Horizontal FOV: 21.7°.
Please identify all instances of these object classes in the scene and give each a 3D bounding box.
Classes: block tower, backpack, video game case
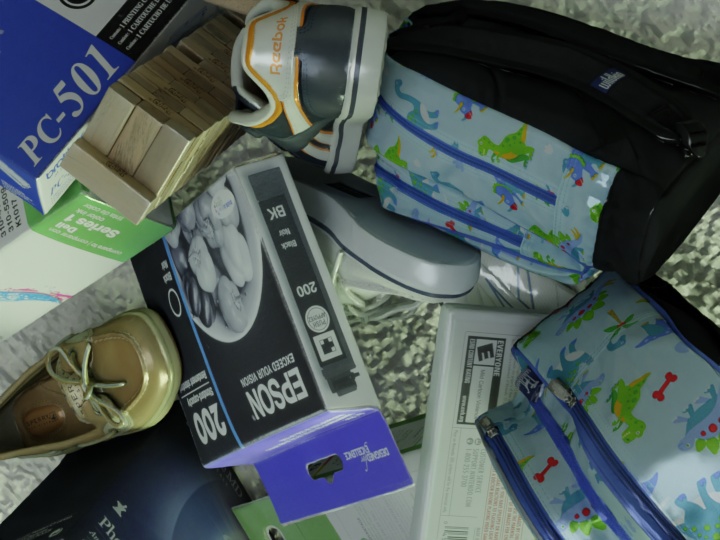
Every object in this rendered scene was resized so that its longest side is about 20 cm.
[{"bbox_3d":[-0.093,-0.095,1.053,0.054,0.200,0.058,36,120,2],"label":"block tower"},{"bbox_3d":[0.163,0.113,0.985,0.147,0.200,0.183,-42,108,2],"label":"backpack"},{"bbox_3d":[0.096,-0.075,1.020,0.199,0.163,0.155,32,133,14],"label":"backpack"},{"bbox_3d":[0.121,0.125,1.094,0.180,0.023,0.202,5,100,-14],"label":"video game case"}]

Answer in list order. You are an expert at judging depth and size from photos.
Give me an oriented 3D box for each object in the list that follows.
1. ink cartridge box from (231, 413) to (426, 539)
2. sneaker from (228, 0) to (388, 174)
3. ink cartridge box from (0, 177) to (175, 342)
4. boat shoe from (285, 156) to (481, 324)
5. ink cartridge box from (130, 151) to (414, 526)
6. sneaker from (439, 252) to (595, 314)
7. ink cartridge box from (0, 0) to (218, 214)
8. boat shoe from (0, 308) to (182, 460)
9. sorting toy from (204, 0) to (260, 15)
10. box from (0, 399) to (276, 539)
[{"bbox_3d":[0.022,0.158,1.191,0.199,0.059,0.104,-23,103,42],"label":"ink cartridge box"},{"bbox_3d":[-0.031,-0.104,1.023,0.078,0.200,0.079,6,80,-3],"label":"sneaker"},{"bbox_3d":[-0.220,-0.052,1.151,0.199,0.084,0.146,-30,60,29],"label":"ink cartridge box"},{"bbox_3d":[-0.004,0.000,1.085,0.201,0.074,0.087,27,116,49],"label":"boat shoe"},{"bbox_3d":[-0.060,0.054,1.111,0.198,0.043,0.202,-31,81,62],"label":"ink cartridge box"},{"bbox_3d":[0.107,0.044,1.114,0.086,0.075,0.202,-19,105,22],"label":"sneaker"},{"bbox_3d":[-0.156,-0.136,1.064,0.093,0.201,0.044,30,156,12],"label":"ink cartridge box"},{"bbox_3d":[-0.183,0.084,1.212,0.200,0.062,0.074,-35,77,47],"label":"boat shoe"},{"bbox_3d":[-0.107,-0.189,0.942,0.183,0.200,0.037,17,82,-12],"label":"sorting toy"},{"bbox_3d":[-0.139,0.222,1.210,0.122,0.199,0.201,-25,102,26],"label":"box"}]
